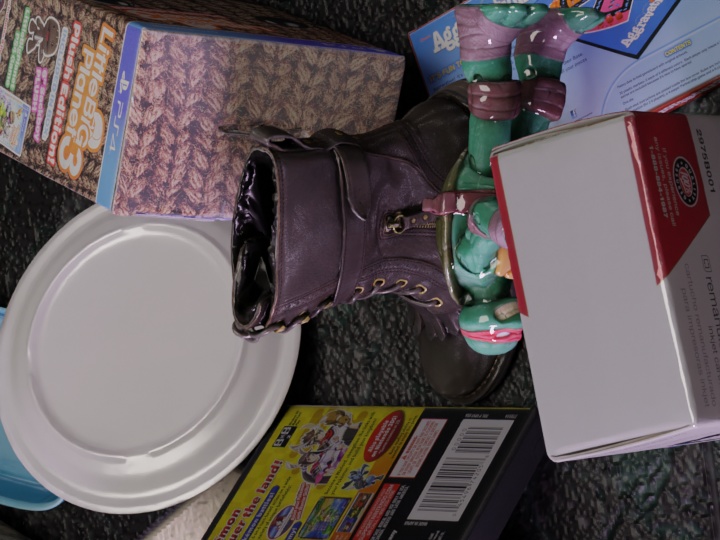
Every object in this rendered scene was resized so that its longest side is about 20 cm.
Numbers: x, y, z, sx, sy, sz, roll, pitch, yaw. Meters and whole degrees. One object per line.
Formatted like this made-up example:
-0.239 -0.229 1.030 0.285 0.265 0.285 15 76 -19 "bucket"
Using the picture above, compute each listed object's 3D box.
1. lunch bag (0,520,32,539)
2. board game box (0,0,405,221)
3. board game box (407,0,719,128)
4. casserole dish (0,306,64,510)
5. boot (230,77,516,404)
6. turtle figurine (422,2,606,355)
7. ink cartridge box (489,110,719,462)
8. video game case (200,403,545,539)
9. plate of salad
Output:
-0.263 0.247 1.720 0.168 0.139 0.200 40 117 38 "lunch bag"
-0.100 -0.095 1.517 0.200 0.159 0.097 26 109 55 "board game box"
0.116 -0.117 1.457 0.200 0.019 0.103 -26 77 38 "board game box"
-0.225 0.079 1.743 0.200 0.039 0.121 10 98 39 "casserole dish"
0.000 0.000 1.443 0.069 0.174 0.200 20 122 41 "boot"
0.081 -0.031 1.391 0.101 0.150 0.200 1 94 15 "turtle figurine"
0.160 0.004 1.308 0.083 0.200 0.146 -17 82 37 "ink cartridge box"
-0.013 0.151 1.487 0.181 0.200 0.026 -1 135 40 "video game case"
-0.121 0.046 1.633 0.200 0.048 0.200 -8 68 21 "plate of salad"
